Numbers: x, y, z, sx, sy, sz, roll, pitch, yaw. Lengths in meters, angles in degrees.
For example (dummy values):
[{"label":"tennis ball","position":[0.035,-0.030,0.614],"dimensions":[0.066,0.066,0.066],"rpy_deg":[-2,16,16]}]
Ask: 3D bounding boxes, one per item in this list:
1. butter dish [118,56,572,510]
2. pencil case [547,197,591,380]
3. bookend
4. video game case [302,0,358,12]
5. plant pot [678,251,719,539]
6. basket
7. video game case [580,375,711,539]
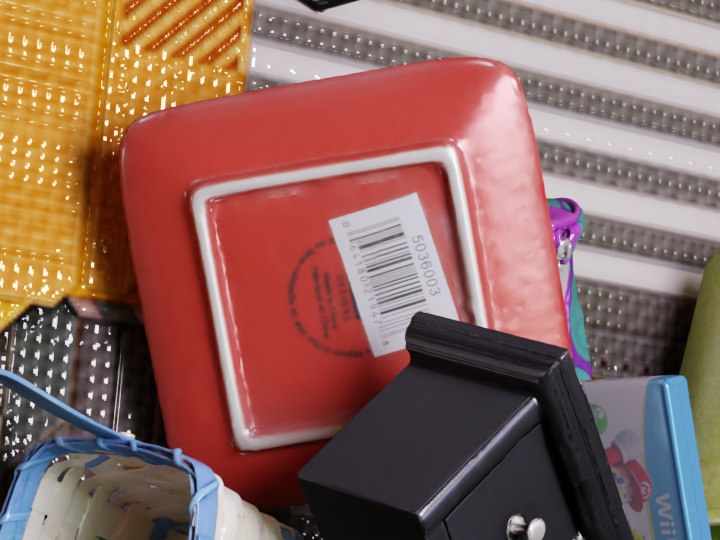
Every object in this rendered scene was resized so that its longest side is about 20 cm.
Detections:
[{"label":"butter dish","position":[0.000,0.000,1.280],"dimensions":[0.199,0.148,0.200],"rpy_deg":[-9,99,8]},{"label":"pencil case","position":[0.086,0.066,1.362],"dimensions":[0.085,0.092,0.200],"rpy_deg":[-10,94,-37]},{"label":"bookend","position":[0.028,0.160,1.151],"dimensions":[0.199,0.092,0.200],"rpy_deg":[-42,128,-32]},{"label":"video game case","position":[-0.036,-0.194,1.234],"dimensions":[0.200,0.181,0.026],"rpy_deg":[31,68,-31]},{"label":"plant pot","position":[0.246,0.086,1.433],"dimensions":[0.200,0.200,0.185],"rpy_deg":[25,62,-32]},{"label":"basket","position":[-0.128,0.154,1.162],"dimensions":[0.200,0.139,0.177],"rpy_deg":[32,66,-49]},{"label":"video game case","position":[0.092,0.127,1.294],"dimensions":[0.018,0.200,0.143],"rpy_deg":[-11,93,-43]}]
